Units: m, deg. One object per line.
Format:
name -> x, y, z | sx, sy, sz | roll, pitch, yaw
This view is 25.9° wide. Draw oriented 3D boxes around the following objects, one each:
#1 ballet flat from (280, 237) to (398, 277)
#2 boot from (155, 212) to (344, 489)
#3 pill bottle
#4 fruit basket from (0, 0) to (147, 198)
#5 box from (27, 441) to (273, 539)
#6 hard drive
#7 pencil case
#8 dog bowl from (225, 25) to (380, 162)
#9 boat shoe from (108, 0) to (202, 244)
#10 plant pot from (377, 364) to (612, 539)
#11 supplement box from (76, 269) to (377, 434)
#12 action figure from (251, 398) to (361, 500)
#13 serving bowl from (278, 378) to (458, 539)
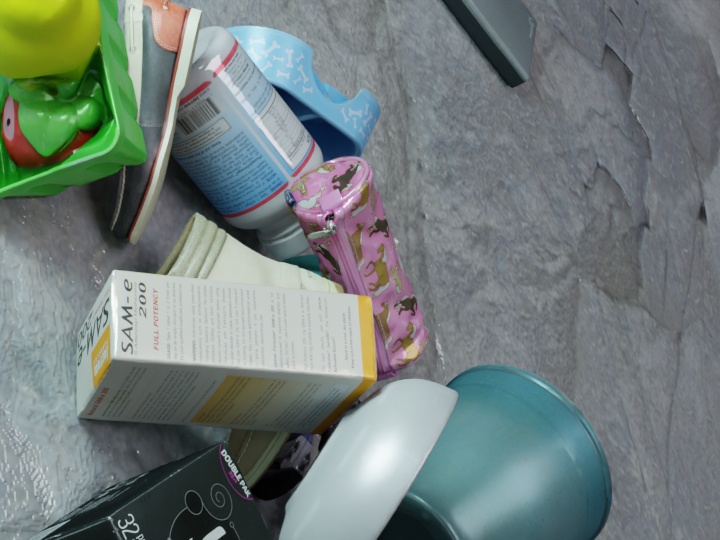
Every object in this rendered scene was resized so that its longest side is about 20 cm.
ballet flat -> -0.019, 0.011, 1.486 | 0.200, 0.072, 0.072 | -24, 90, -58
boot -> -0.116, 0.069, 1.277 | 0.155, 0.072, 0.200 | 29, 74, -20
pill bottle -> -0.104, -0.109, 1.386 | 0.200, 0.109, 0.109 | 52, 34, -25
fruit basket -> -0.247, -0.167, 1.154 | 0.216, 0.155, 0.216 | -18, 90, -74
box -> -0.132, 0.249, 1.090 | 0.149, 0.124, 0.200 | -30, 95, -59
hard drive -> 0.159, -0.350, 2.029 | 0.200, 0.033, 0.140 | 48, 35, -29
pencil case -> 0.000, 0.000, 1.371 | 0.087, 0.083, 0.200 | -40, 127, -28
dog bowl -> -0.067, -0.159, 1.484 | 0.200, 0.111, 0.050 | 34, 58, -43
boat shoe -> -0.180, -0.123, 1.270 | 0.071, 0.062, 0.200 | -122, -134, -81
plant pot -> 0.093, 0.213, 1.414 | 0.188, 0.200, 0.200 | -30, 95, -44
supplement box -> -0.103, 0.064, 1.172 | 0.200, 0.126, 0.074 | 6, 63, -21
action figure -> -0.030, 0.135, 1.380 | 0.130, 0.069, 0.200 | 42, 33, -18
serving bowl -> -0.007, 0.160, 1.177 | 0.066, 0.200, 0.200 | 32, 35, 2
